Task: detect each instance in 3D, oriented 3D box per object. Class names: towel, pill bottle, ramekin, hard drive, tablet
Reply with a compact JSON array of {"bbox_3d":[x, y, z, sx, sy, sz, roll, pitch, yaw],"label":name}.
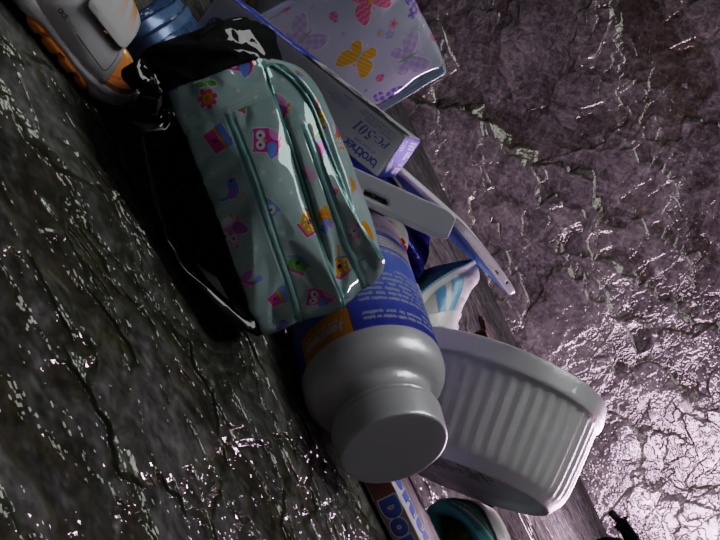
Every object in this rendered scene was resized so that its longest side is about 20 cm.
[{"bbox_3d":[0.023,-0.066,1.250,0.149,0.049,0.200,55,11,-7],"label":"towel"},{"bbox_3d":[0.002,0.057,0.853,0.112,0.111,0.202,53,14,-45],"label":"pill bottle"},{"bbox_3d":[-0.116,-0.120,0.876,0.202,0.048,0.112,61,11,-18],"label":"towel"},{"bbox_3d":[0.111,0.141,0.989,0.200,0.198,0.106,48,60,-56],"label":"ramekin"},{"bbox_3d":[0.013,-0.067,0.964,0.130,0.027,0.200,24,3,-2],"label":"hard drive"},{"bbox_3d":[0.099,-0.056,1.266,0.130,0.014,0.200,48,1,-37],"label":"tablet"}]

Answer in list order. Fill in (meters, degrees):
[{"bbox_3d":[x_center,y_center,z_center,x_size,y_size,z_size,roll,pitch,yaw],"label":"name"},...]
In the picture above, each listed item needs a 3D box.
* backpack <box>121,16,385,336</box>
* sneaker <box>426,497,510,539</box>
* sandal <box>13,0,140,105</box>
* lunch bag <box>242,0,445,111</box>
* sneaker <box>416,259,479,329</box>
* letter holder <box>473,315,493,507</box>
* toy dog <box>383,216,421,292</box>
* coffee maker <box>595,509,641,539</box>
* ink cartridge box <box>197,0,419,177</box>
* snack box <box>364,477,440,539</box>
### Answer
[{"bbox_3d":[-0.068,-0.059,0.736,0.167,0.125,0.202,-88,156,-83],"label":"backpack"},{"bbox_3d":[0.112,0.293,0.982,0.079,0.077,0.201,29,26,-52],"label":"sneaker"},{"bbox_3d":[-0.179,-0.179,0.667,0.207,0.059,0.080,51,16,-53],"label":"sandal"},{"bbox_3d":[-0.039,-0.241,1.146,0.170,0.199,0.128,55,4,-35],"label":"lunch bag"},{"bbox_3d":[0.073,0.053,1.198,0.200,0.076,0.082,-42,111,-45],"label":"sneaker"},{"bbox_3d":[0.158,0.173,1.403,0.202,0.100,0.142,63,8,-3],"label":"letter holder"},{"bbox_3d":[0.000,0.000,1.041,0.200,0.095,0.134,40,37,-80],"label":"toy dog"},{"bbox_3d":[0.131,0.260,0.765,0.136,0.190,0.200,66,10,16],"label":"coffee maker"},{"bbox_3d":[-0.043,-0.157,0.950,0.199,0.044,0.094,39,10,6],"label":"ink cartridge box"},{"bbox_3d":[0.046,0.220,0.912,0.202,0.024,0.072,64,10,0],"label":"snack box"}]
